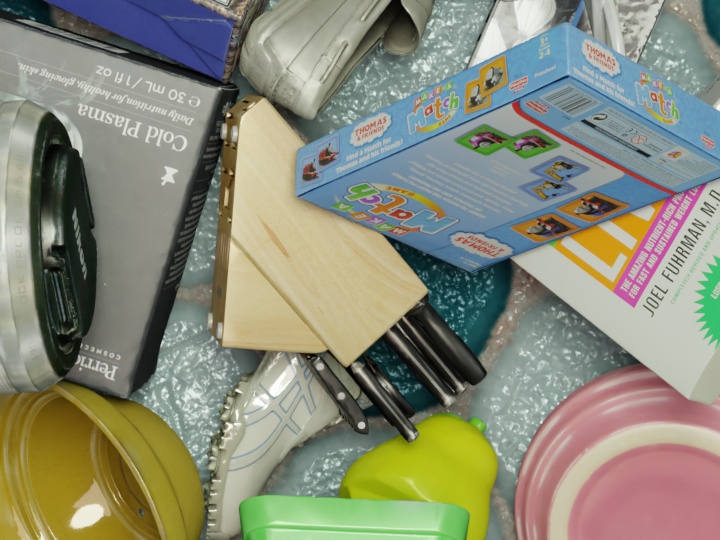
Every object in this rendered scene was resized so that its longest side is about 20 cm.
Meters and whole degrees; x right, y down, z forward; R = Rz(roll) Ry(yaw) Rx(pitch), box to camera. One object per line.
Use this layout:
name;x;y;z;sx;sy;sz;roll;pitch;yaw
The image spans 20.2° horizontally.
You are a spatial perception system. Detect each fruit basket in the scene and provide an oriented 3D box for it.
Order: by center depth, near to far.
fruit basket;0.006;0.174;1.241;0.155;0.216;0.216;2;94;1

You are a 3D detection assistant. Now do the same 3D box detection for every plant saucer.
plant saucer;0.194;0.158;1.262;0.200;0.051;0.201;3;106;10

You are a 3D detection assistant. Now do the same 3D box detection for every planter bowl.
planter bowl;-0.158;0.141;1.255;0.200;0.083;0.201;21;123;35

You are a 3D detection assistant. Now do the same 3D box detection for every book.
book;0.166;-0.030;1.178;0.200;0.048;0.134;40;105;42

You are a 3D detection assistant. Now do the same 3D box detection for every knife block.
knife block;0.000;0.000;1.213;0.175;0.064;0.200;3;96;-13

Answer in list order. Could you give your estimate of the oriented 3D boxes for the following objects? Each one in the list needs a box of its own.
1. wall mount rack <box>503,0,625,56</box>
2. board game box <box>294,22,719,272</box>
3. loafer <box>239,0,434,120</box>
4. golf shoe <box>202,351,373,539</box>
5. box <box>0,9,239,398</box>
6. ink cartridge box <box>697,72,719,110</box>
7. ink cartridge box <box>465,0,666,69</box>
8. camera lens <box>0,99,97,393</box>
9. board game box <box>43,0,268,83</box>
wall mount rack;0.100;-0.184;1.142;0.074;0.200;0.174;-10;138;2
board game box;0.086;-0.062;1.124;0.200;0.151;0.037;-23;58;39
loafer;0.015;-0.160;1.218;0.070;0.070;0.200;44;67;12
golf shoe;-0.039;0.085;1.275;0.097;0.078;0.200;18;96;-6
box;-0.200;-0.050;1.244;0.200;0.124;0.197;17;97;0
ink cartridge box;0.261;-0.013;1.253;0.200;0.085;0.145;40;95;-1
ink cartridge box;0.143;-0.183;1.262;0.099;0.039;0.200;22;96;-1
camera lens;-0.252;-0.010;1.107;0.200;0.160;0.160;-2;94;2
board game box;-0.106;-0.242;1.203;0.159;0.097;0.200;25;71;0
